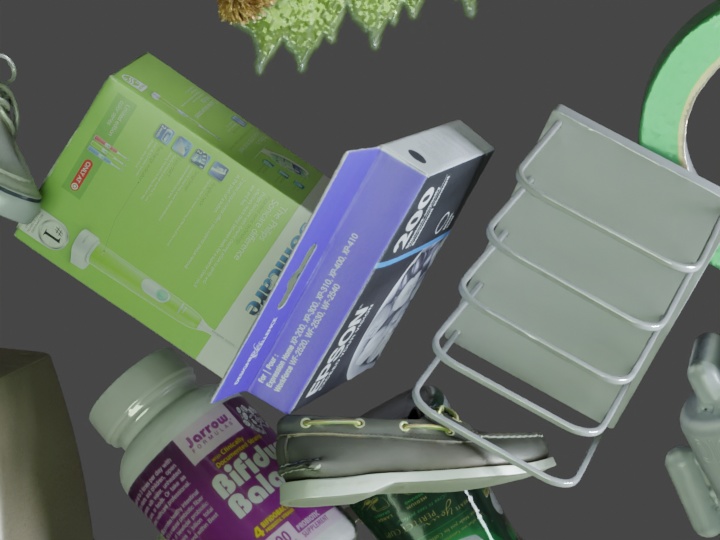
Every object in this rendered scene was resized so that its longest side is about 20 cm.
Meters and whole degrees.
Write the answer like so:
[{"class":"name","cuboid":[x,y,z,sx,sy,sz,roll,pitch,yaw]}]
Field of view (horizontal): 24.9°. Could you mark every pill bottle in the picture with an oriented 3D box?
[{"class":"pill bottle","cuboid":[-0.105,0.155,1.199,0.200,0.112,0.112,46,111,11]}]

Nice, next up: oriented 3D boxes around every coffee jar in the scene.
[{"class":"coffee jar","cuboid":[0.062,0.192,1.203,0.104,0.085,0.200,-30,100,3]}]

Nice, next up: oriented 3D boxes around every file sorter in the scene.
[{"class":"file sorter","cuboid":[0.136,0.023,1.082,0.139,0.125,0.200,29,123,9]}]

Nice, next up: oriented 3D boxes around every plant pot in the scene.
[{"class":"plant pot","cuboid":[-0.319,0.151,1.219,0.200,0.200,0.177,5,97,9]}]

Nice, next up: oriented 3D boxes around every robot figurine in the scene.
[{"class":"robot figurine","cuboid":[0.296,0.130,1.124,0.170,0.113,0.200,-25,102,28]}]

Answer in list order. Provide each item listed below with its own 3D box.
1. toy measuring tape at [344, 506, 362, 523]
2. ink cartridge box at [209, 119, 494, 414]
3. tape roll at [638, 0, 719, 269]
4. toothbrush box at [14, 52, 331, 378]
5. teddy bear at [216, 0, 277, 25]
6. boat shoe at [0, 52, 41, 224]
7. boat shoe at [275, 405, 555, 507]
[{"class":"toy measuring tape","cuboid":[-0.035,0.270,1.267,0.074,0.074,0.200,37,96,-3]},{"class":"ink cartridge box","cuboid":[0.000,0.000,1.092,0.043,0.200,0.198,35,112,15]},{"class":"tape roll","cuboid":[0.287,-0.091,1.088,0.200,0.048,0.201,3,109,10]},{"class":"toothbrush box","cuboid":[-0.119,-0.036,1.164,0.200,0.086,0.146,34,112,-1]},{"class":"teddy bear","cuboid":[-0.117,-0.256,1.094,0.145,0.067,0.200,-25,103,26]},{"class":"boat shoe","cuboid":[-0.276,-0.115,1.148,0.202,0.075,0.086,41,102,35]},{"class":"boat shoe","cuboid":[0.039,0.121,1.108,0.202,0.072,0.060,-3,75,-22]}]
